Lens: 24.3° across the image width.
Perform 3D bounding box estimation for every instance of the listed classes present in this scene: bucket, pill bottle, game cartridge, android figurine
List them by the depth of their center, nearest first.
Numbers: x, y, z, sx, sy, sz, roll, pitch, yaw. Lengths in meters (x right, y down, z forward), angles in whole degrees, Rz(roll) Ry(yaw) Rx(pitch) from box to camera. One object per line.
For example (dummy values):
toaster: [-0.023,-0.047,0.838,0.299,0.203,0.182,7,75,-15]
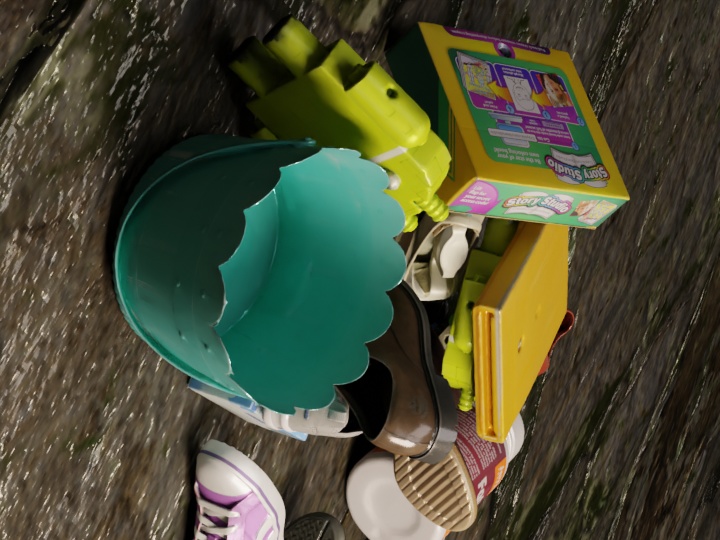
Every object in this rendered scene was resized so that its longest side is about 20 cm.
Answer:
bucket: [-0.078,-0.005,1.257,0.207,0.135,0.207,-20,118,-44]
android figurine: [-0.012,-0.107,1.293,0.200,0.182,0.041,47,61,-18]
game cartridge: [0.156,0.037,1.603,0.200,0.032,0.176,-59,154,-43]
android figurine: [0.128,0.038,1.627,0.182,0.041,0.200,-11,115,-69]
pill bottle: [0.082,0.199,1.721,0.200,0.114,0.114,-34,133,-50]

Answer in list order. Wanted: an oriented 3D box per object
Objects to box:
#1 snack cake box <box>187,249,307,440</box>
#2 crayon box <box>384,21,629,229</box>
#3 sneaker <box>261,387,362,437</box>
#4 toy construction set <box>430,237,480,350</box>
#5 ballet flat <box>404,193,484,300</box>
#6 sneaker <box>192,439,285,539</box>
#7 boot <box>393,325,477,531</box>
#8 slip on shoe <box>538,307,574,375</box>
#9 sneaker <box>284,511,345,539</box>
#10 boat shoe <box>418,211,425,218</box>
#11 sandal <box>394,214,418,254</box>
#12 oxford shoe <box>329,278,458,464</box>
snack cake box: [-0.059,0.032,1.421,0.115,0.067,0.200,40,69,-60]
crayon box: [0.136,-0.131,1.534,0.200,0.058,0.173,5,57,-40]
sneaker: [-0.003,0.113,1.409,0.200,0.082,0.075,-12,116,-61]
toy construction set: [0.132,0.045,1.757,0.131,0.092,0.200,-48,143,2]
ballet flat: [0.072,-0.011,1.575,0.069,0.069,0.200,-54,172,-34]
sneaker: [-0.119,0.241,1.418,0.114,0.073,0.201,-49,143,-35]
boot: [0.077,0.143,1.629,0.200,0.072,0.166,59,27,3]
slip on shoe: [0.184,0.101,1.919,0.200,0.061,0.074,-50,146,-36]
sneaker: [-0.049,0.316,1.585,0.114,0.076,0.200,-7,113,-63]
boat shoe: [0.084,-0.133,1.616,0.201,0.070,0.072,-61,175,-35]
sandal: [0.000,0.000,1.537,0.082,0.055,0.200,-36,150,-62]
oxford shoe: [0.010,0.060,1.337,0.084,0.200,0.073,14,128,-35]
